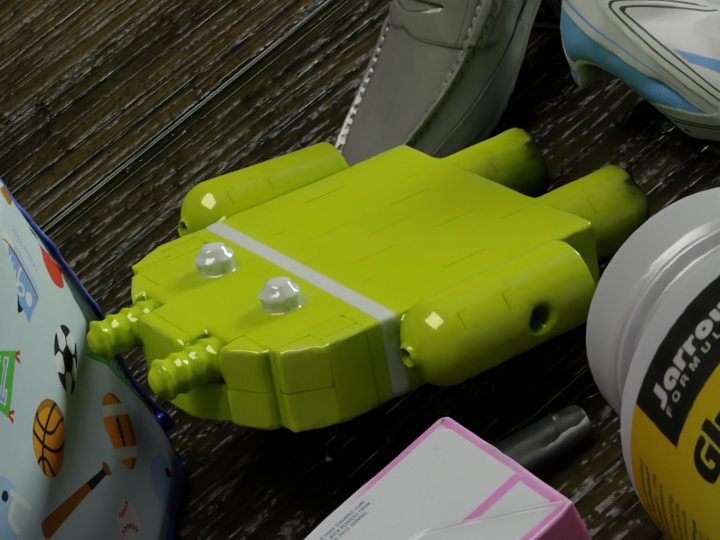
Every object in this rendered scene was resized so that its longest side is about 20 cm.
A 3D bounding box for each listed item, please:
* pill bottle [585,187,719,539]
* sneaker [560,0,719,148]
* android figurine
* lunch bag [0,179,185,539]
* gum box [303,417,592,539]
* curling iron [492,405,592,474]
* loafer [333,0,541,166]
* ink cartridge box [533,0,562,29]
[{"bbox_3d":[0.141,0.055,0.647,0.112,0.113,0.200,-34,33,-3],"label":"pill bottle"},{"bbox_3d":[0.155,-0.069,0.853,0.072,0.073,0.199,-27,40,-34],"label":"sneaker"},{"bbox_3d":[0.000,0.000,0.842,0.199,0.041,0.182,-21,27,-25],"label":"android figurine"},{"bbox_3d":[-0.154,0.081,0.803,0.123,0.170,0.200,7,51,38],"label":"lunch bag"},{"bbox_3d":[-0.009,0.153,0.640,0.200,0.114,0.066,-40,34,-13],"label":"gum box"},{"bbox_3d":[-0.013,0.092,0.783,0.199,0.026,0.050,-27,43,-5],"label":"curling iron"},{"bbox_3d":[0.039,-0.115,0.948,0.070,0.070,0.201,25,86,49],"label":"loafer"},{"bbox_3d":[0.129,-0.142,0.981,0.199,0.039,0.100,13,54,49],"label":"ink cartridge box"}]
